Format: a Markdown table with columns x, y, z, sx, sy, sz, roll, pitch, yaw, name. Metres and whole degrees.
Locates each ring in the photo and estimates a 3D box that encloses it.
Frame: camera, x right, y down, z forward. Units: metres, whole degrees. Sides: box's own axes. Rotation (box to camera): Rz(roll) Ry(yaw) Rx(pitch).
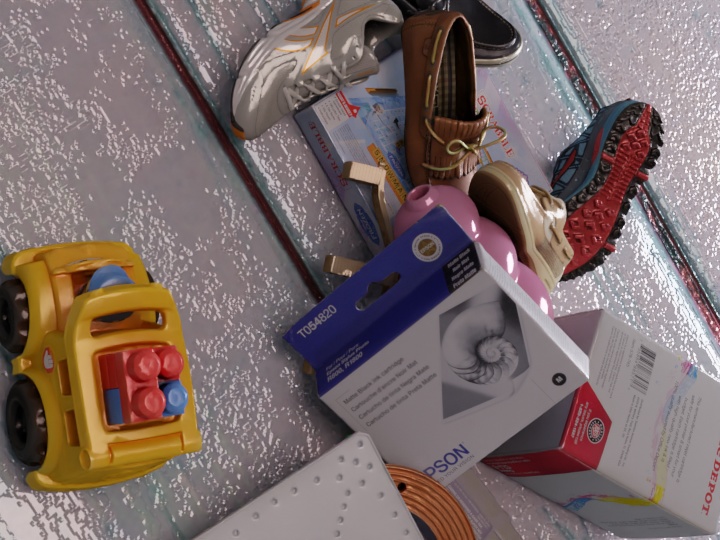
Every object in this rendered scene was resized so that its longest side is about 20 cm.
| x | y | z | sx | sy | sz | roll | pitch | yaw | name |
| --- | --- | --- | --- | --- | --- | --- | --- | --- | --- |
| 0.011 | 0.270 | 1.483 | 0.198 | 0.019 | 0.203 | -2 | 97 | -15 | ring |

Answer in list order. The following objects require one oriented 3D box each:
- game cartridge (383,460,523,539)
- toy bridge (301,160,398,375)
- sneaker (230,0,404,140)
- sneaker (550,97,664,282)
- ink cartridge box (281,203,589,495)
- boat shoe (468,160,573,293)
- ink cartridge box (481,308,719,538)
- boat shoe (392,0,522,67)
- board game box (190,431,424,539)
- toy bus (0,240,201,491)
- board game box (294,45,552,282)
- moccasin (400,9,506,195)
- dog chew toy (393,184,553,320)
| x | y | z | sx | sy | sz | roll | pitch | yaw | name |
| --- | --- | --- | --- | --- | --- | --- | --- | --- | --- |
| 0.058 | 0.224 | 1.543 | 0.201 | 0.038 | 0.130 | 52 | 56 | -13 | game cartridge |
| 0.000 | 0.000 | 1.518 | 0.066 | 0.027 | 0.203 | 13 | 87 | -18 | toy bridge |
| -0.036 | -0.187 | 1.505 | 0.091 | 0.076 | 0.201 | 33 | 71 | 17 | sneaker |
| 0.227 | -0.079 | 1.671 | 0.079 | 0.095 | 0.201 | 33 | 93 | -21 | sneaker |
| 0.063 | 0.076 | 1.454 | 0.200 | 0.199 | 0.041 | 44 | 22 | -15 | ink cartridge box |
| 0.152 | -0.049 | 1.544 | 0.065 | 0.071 | 0.200 | -46 | 150 | -11 | boat shoe |
| 0.241 | 0.151 | 1.598 | 0.199 | 0.144 | 0.147 | 30 | 67 | -23 | ink cartridge box |
| 0.066 | -0.257 | 1.576 | 0.199 | 0.062 | 0.075 | 31 | 55 | 0 | boat shoe |
| -0.036 | 0.272 | 1.441 | 0.199 | 0.026 | 0.202 | -31 | 103 | -15 | board game box |
| -0.197 | 0.066 | 1.324 | 0.134 | 0.191 | 0.203 | -6 | 83 | -30 | toy bus |
| 0.063 | -0.111 | 1.598 | 0.199 | 0.041 | 0.202 | -34 | 100 | -30 | board game box |
| 0.085 | -0.135 | 1.532 | 0.073 | 0.077 | 0.204 | -9 | 103 | -38 | moccasin |
| 0.093 | 0.008 | 1.504 | 0.125 | 0.124 | 0.201 | -48 | 123 | -28 | dog chew toy |
